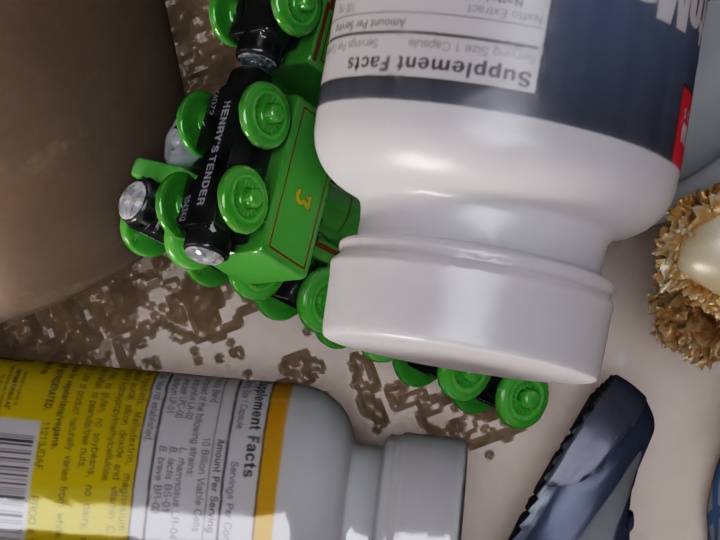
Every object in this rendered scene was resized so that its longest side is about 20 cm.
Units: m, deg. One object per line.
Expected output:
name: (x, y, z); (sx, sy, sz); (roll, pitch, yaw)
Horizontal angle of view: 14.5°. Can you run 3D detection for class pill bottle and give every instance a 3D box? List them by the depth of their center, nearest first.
pill bottle: (0.049, -0.069, 0.910); (0.119, 0.120, 0.200); (9, 84, 3)
pill bottle: (-0.064, 0.093, 1.027); (0.200, 0.113, 0.113); (5, 90, 3)

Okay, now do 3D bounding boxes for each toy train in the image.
toy train: (-0.019, -0.088, 0.948); (0.042, 0.056, 0.200); (-4, 63, 42)
toy train: (0.000, 0.000, 1.007); (0.200, 0.042, 0.056); (28, 83, -36)

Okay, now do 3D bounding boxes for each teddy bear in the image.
teddy bear: (0.164, -0.014, 0.982); (0.145, 0.200, 0.067); (-51, 61, 24)

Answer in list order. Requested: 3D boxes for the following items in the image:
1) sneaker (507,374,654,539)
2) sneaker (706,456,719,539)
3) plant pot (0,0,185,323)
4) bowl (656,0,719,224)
sneaker: (0.081, 0.140, 1.042); (0.082, 0.070, 0.200); (23, 99, 8)
sneaker: (0.155, 0.143, 1.038); (0.072, 0.072, 0.200); (6, 88, 4)
plant pot: (-0.143, -0.079, 1.011); (0.200, 0.200, 0.175); (-23, 108, 2)
bowl: (0.074, -0.097, 1.024); (0.201, 0.090, 0.201); (-1, 76, 6)
